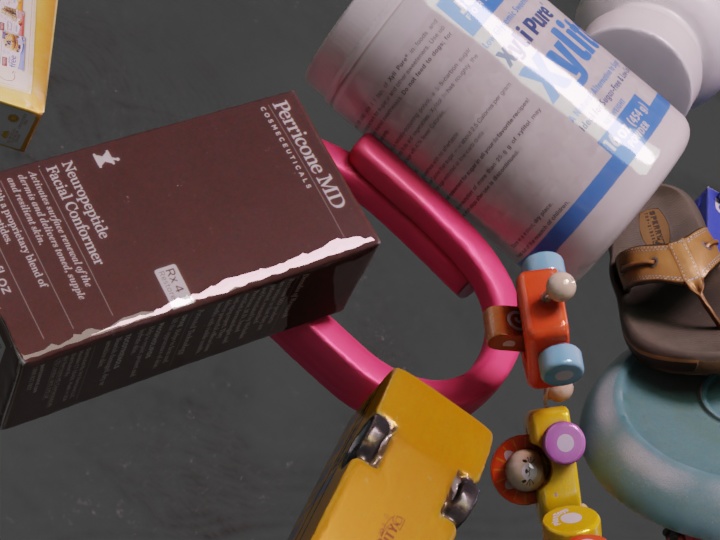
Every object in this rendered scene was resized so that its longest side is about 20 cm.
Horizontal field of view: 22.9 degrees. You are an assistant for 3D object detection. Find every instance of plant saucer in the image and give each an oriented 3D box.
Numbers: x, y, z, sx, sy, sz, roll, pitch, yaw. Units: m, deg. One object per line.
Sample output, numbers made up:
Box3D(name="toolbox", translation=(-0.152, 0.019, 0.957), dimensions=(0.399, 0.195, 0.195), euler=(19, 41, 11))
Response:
Box3D(name="plant saucer", translation=(0.220, 0.077, 0.986), dimensions=(0.198, 0.028, 0.201), euler=(-6, 31, 3))

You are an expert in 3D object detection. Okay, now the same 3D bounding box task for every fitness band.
Box3D(name="fitness band", translation=(0.000, 0.000, 0.983), dimensions=(0.200, 0.037, 0.144), euler=(42, 47, 4))

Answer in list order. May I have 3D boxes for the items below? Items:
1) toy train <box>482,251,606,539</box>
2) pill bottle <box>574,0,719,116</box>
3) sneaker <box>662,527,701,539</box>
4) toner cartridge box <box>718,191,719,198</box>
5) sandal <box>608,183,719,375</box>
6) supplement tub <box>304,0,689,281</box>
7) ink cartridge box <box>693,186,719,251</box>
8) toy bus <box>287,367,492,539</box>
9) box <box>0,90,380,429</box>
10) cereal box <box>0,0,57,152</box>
Box3D(name="toy train", translation=(0.091, 0.101, 0.899), dimensions=(0.055, 0.151, 0.202), euler=(-7, 59, 1))
Box3D(name="pill bottle", translation=(0.209, -0.176, 1.201), dimensions=(0.112, 0.113, 0.201), euler=(36, 44, -3))
Box3D(name="sneaker", translation=(0.256, 0.127, 1.028), dimensions=(0.199, 0.078, 0.082), euler=(-36, 83, -35))
Box3D(name="toner cartridge box", translation=(0.303, -0.101, 1.184), dimensions=(0.043, 0.095, 0.200), euler=(37, 31, 8))
Box3D(name="sandal", translation=(0.186, -0.005, 1.043), dimensions=(0.081, 0.055, 0.201), euler=(-12, 33, 5))
Box3D(name="supplement tub", translation=(0.081, -0.097, 1.041), dimensions=(0.200, 0.132, 0.132), euler=(40, 44, -1))
Box3D(name="ink cartridge box", translation=(0.292, 0.033, 1.139), dimensions=(0.198, 0.044, 0.095), euler=(26, 44, -13))
Box3D(name="toy bus", translation=(0.000, 0.136, 0.841), dimensions=(0.065, 0.078, 0.201), euler=(35, 44, -5))
Box3D(name="box", translation=(-0.101, -0.008, 0.870), dimensions=(0.198, 0.075, 0.101), euler=(-19, 68, -31))
Box3D(name="cereal box", translation=(-0.258, -0.152, 0.928), dimensions=(0.198, 0.040, 0.145), euler=(17, 48, -21))
